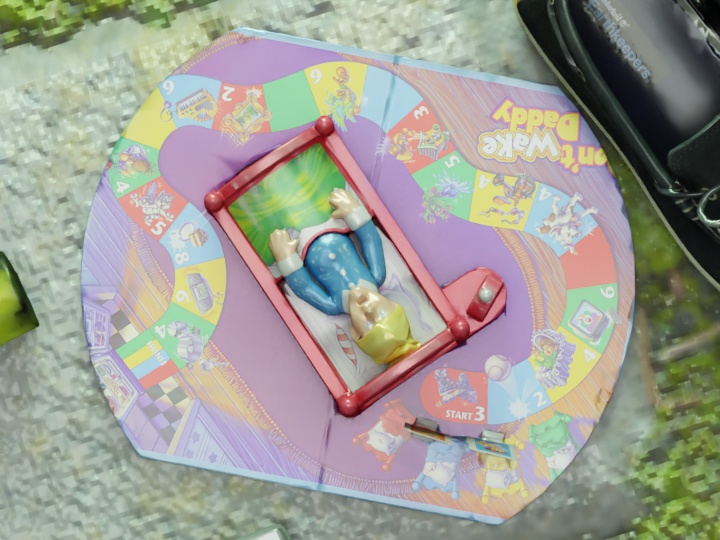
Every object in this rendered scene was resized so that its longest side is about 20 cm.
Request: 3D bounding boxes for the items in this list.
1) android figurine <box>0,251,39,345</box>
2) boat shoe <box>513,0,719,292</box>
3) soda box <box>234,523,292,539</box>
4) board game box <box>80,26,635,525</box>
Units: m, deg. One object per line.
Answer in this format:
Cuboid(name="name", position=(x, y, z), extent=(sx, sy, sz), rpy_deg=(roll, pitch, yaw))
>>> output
Cuboid(name="android figurine", position=(-0.220, 0.022, 0.979), extent=(0.199, 0.041, 0.183), rpy_deg=(-24, 88, -3))
Cuboid(name="boat shoe", position=(0.131, -0.045, 0.975), extent=(0.075, 0.062, 0.200), rpy_deg=(-42, 90, -4))
Cuboid(name="soda box", position=(-0.107, 0.152, 0.959), extent=(0.199, 0.068, 0.064), rpy_deg=(-22, 88, -1))
Cuboid(name="board game box", position=(0.000, 0.000, 0.980), extent=(0.198, 0.039, 0.159), rpy_deg=(11, 87, -1))
